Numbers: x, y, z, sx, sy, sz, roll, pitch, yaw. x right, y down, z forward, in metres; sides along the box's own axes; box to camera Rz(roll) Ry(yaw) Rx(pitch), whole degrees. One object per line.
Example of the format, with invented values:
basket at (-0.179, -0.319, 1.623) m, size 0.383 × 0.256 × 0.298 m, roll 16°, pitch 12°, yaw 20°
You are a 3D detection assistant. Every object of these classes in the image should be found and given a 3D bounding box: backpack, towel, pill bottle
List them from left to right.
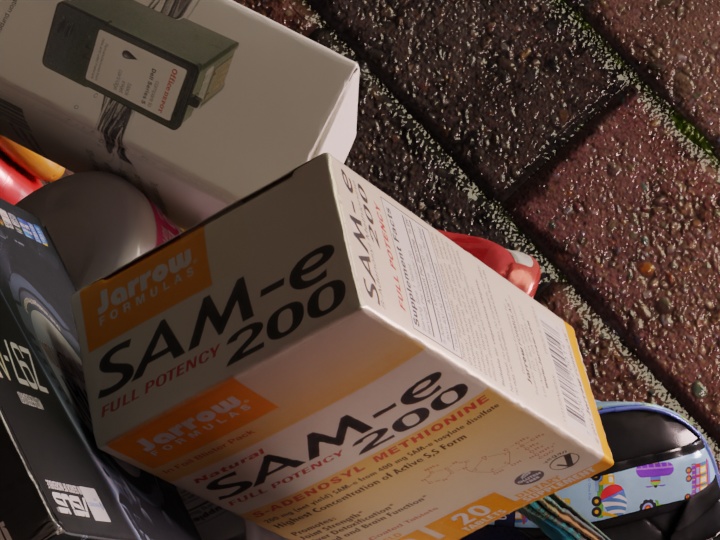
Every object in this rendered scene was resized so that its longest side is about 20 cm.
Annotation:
pill bottle at (-0.086, 0.055, 1.151) m, size 0.200 × 0.113 × 0.113 m, roll 45°, pitch 3°, yaw -40°
towel at (0.034, 0.076, 1.226) m, size 0.146 × 0.022 × 0.200 m, roll 33°, pitch -6°, yaw 38°
backpack at (0.112, 0.153, 1.496) m, size 0.135 × 0.199 × 0.184 m, roll -128°, pitch -156°, yaw -73°

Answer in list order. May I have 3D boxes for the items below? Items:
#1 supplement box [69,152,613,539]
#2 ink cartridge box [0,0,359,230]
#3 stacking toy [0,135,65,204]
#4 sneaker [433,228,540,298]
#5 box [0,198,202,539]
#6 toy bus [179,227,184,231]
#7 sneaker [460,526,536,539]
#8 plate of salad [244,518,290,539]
supplement box at (-0.003, 0.046, 0.998) m, size 0.200 × 0.126 × 0.074 m, roll 32°, pitch 36°, yaw -50°
ink cartridge box at (-0.104, -0.084, 1.133) m, size 0.199 × 0.084 × 0.146 m, roll 27°, pitch -8°, yaw 3°
stacking toy at (-0.169, -0.114, 1.387) m, size 0.110 × 0.200 × 0.116 m, roll 48°, pitch 2°, yaw 26°
sneaker at (0.000, 0.000, 1.212) m, size 0.115 × 0.079 × 0.200 m, roll 30°, pitch -14°, yaw -18°
box at (-0.134, 0.043, 0.942) m, size 0.161 × 0.043 × 0.200 m, roll 62°, pitch 6°, yaw 13°
toy bus at (-0.076, 0.035, 1.274) m, size 0.200 × 0.065 × 0.079 m, roll 40°, pitch 49°, yaw -28°
sneaker at (0.098, 0.173, 1.184) m, size 0.200 × 0.080 × 0.116 m, roll -122°, pitch -161°, yaw -48°
plate of salad at (0.001, 0.162, 1.101) m, size 0.200 × 0.048 × 0.201 m, roll 48°, pitch 24°, yaw -30°
